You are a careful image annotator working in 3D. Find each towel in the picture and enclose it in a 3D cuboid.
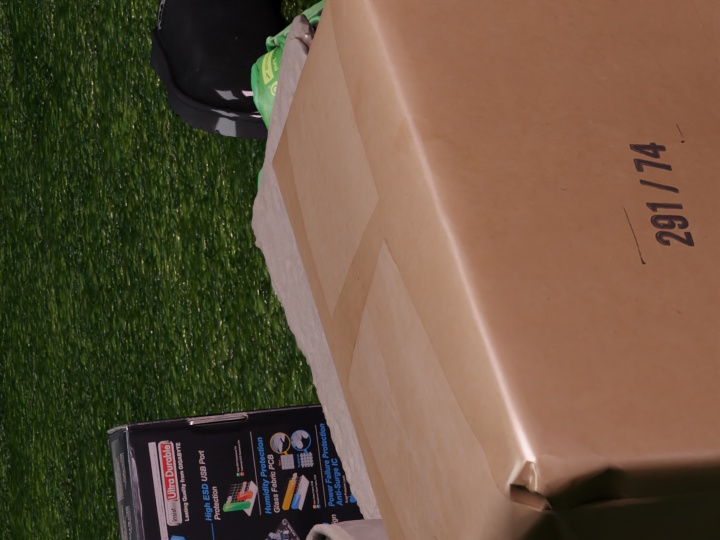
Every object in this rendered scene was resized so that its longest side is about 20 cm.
[{"bbox_3d":[0.000,0.000,1.106,0.133,0.034,0.200,102,155,-44],"label":"towel"}]

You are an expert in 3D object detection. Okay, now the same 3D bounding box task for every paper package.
[{"bbox_3d":[0.089,0.002,0.760,0.104,0.190,0.201,110,149,-47],"label":"paper package"}]

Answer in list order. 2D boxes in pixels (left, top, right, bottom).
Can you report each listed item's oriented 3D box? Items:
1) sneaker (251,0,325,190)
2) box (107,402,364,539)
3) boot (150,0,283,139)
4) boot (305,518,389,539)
[{"bbox_3d":[-0.005,-0.089,1.196,0.074,0.083,0.201,-102,18,-45],"label":"sneaker"},{"bbox_3d":[-0.023,0.160,1.199,0.046,0.158,0.201,151,113,-72],"label":"box"},{"bbox_3d":[-0.067,-0.168,1.408,0.198,0.073,0.163,-132,44,-63],"label":"boot"},{"bbox_3d":[0.076,0.082,0.803,0.073,0.199,0.182,108,152,-48],"label":"boot"}]
